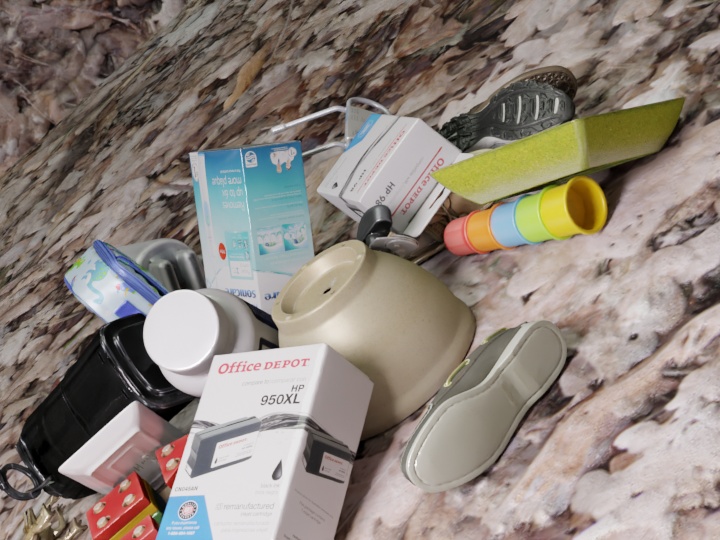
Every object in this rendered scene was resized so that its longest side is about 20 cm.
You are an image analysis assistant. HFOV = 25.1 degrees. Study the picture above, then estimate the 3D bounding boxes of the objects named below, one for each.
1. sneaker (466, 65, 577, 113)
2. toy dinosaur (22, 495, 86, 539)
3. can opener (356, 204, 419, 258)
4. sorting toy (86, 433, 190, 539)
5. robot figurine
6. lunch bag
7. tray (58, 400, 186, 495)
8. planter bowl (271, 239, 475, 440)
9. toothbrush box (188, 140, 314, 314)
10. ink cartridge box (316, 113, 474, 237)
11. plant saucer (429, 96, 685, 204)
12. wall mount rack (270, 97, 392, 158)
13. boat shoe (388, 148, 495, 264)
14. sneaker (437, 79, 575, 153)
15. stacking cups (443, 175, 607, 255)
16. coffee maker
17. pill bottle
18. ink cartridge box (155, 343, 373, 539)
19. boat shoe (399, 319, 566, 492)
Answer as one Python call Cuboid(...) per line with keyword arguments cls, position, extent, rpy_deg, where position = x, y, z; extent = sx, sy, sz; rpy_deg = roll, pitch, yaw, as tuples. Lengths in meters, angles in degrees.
Cuboid(cls="sneaker", position=(0.163, -0.187, 1.910), extent=(0.200, 0.070, 0.076), rpy_deg=(-32, 22, 17))
Cuboid(cls="toy dinosaur", position=(-0.365, 0.315, 1.838), extent=(0.101, 0.058, 0.200), rpy_deg=(-51, 11, 13))
Cuboid(cls="can opener", position=(0.000, 0.000, 1.749), extent=(0.200, 0.053, 0.066), rpy_deg=(-49, 42, 50))
Cuboid(cls="sorting toy", position=(-0.186, 0.243, 1.645), extent=(0.199, 0.070, 0.200), rpy_deg=(-40, 21, -1))
Cuboid(cls="robot figurine", position=(-0.286, 0.018, 2.178), extent=(0.170, 0.113, 0.200), rpy_deg=(-20, 8, -36))
Cuboid(cls="lunch bag", position=(-0.255, 0.056, 1.941), extent=(0.082, 0.200, 0.161), rpy_deg=(-48, 21, -2))
Cuboid(cls="tray", position=(-0.240, 0.203, 1.726), extent=(0.107, 0.022, 0.200), rpy_deg=(-43, -22, -3))
Cuboid(cls="planter bowl", position=(-0.005, 0.056, 1.627), extent=(0.200, 0.135, 0.200), rpy_deg=(-34, 22, 16))
Cuboid(cls="toothbrush box", position=(-0.127, -0.050, 1.932), extent=(0.085, 0.200, 0.146), rpy_deg=(-11, 8, -30))
Cuboid(cls="ink cartridge box", position=(0.036, -0.108, 1.789), extent=(0.116, 0.067, 0.200), rpy_deg=(-55, 19, -6))
Cuboid(cls="plant saucer", position=(0.206, -0.116, 1.645), extent=(0.200, 0.048, 0.200), rpy_deg=(-17, -1, 43))
Cuboid(cls="wall mount rack", position=(-0.023, -0.156, 2.024), extent=(0.200, 0.174, 0.075), rpy_deg=(-90, 18, -62))
Cuboid(cls="boat shoe", position=(0.089, -0.058, 1.785), extent=(0.200, 0.072, 0.065), rpy_deg=(-36, 25, 27))
Cuboid(cls="sneaker", position=(0.168, -0.154, 1.818), extent=(0.200, 0.079, 0.074), rpy_deg=(-21, 53, 48))
Cuboid(cls="stacking cups", position=(0.161, -0.046, 1.665), extent=(0.200, 0.061, 0.061), rpy_deg=(-17, 31, 50))
Cuboid(cls="coffee maker", position=(-0.277, 0.158, 1.776), extent=(0.200, 0.135, 0.192), rpy_deg=(-47, 6, 35))
Cuboid(cls="pill bottle", position=(-0.143, 0.080, 1.658), extent=(0.111, 0.111, 0.200), rpy_deg=(-37, -22, 7))
Cuboid(cls="ink cartridge box", position=(-0.087, 0.176, 1.496), extent=(0.145, 0.084, 0.200), rpy_deg=(-8, 54, 36))
Cuboid(cls="boat shoe", position=(0.101, 0.120, 1.423), extent=(0.202, 0.072, 0.060), rpy_deg=(-44, 20, -27))
